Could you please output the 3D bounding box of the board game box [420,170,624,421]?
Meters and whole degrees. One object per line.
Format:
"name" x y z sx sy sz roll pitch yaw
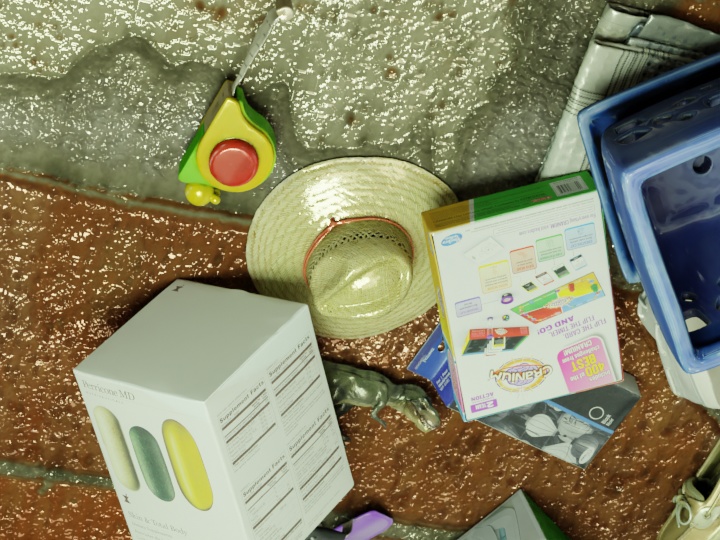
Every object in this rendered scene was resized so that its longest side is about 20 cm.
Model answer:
"board game box" 0.144 0.025 1.554 0.153 0.040 0.200 -14 120 -5

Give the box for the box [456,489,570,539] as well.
"box" 0.159 0.348 1.754 0.176 0.097 0.200 -39 117 7

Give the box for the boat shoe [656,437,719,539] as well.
"boat shoe" 0.343 0.198 1.704 0.063 0.073 0.201 33 111 -14

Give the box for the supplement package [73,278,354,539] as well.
"supplement package" -0.125 0.138 1.552 0.152 0.151 0.200 10 128 34

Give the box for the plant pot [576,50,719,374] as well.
"plant pot" 0.294 -0.065 1.432 0.200 0.180 0.200 -23 118 -3

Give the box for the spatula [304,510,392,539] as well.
"spatula" -0.018 0.245 1.662 0.057 0.200 0.021 -29 77 12

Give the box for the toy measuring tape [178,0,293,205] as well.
"toy measuring tape" -0.086 -0.130 1.476 0.074 0.074 0.200 25 116 -18

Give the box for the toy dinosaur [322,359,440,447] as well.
"toy dinosaur" -0.028 0.117 1.644 0.200 0.047 0.088 22 113 -11

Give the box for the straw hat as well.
"straw hat" 0.000 0.000 1.549 0.201 0.085 0.201 -2 121 -4

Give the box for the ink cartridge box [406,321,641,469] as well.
"ink cartridge box" 0.152 0.105 1.651 0.200 0.039 0.099 25 117 -17

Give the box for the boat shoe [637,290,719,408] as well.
"boat shoe" 0.287 0.042 1.610 0.068 0.072 0.200 5 139 40

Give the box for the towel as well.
"towel" 0.264 -0.120 1.527 0.192 0.035 0.200 13 119 -12

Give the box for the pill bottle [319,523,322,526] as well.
"pill bottle" -0.075 0.315 1.664 0.116 0.200 0.116 -2 121 -3
